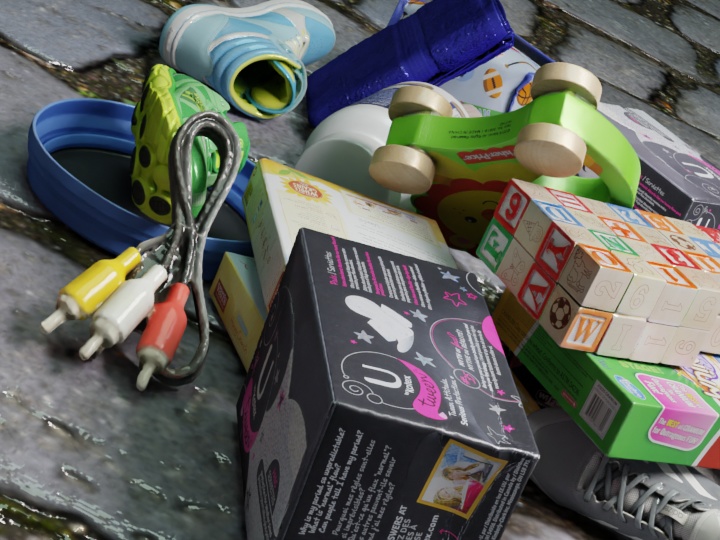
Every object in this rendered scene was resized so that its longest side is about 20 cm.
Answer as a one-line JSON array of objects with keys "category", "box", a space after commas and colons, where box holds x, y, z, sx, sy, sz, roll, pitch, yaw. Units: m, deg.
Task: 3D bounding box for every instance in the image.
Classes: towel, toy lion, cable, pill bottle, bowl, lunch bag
[{"category": "towel", "box": [0.044, -0.187, 1.532, 0.050, 0.199, 0.148, 57, 11, -22]}, {"category": "toy lion", "box": [0.114, -0.060, 1.206, 0.198, 0.069, 0.191, -5, -32, 40]}, {"category": "cable", "box": [-0.109, -0.012, 1.029, 0.097, 0.050, 0.201, 32, 62, -6]}, {"category": "pill bottle", "box": [0.017, -0.082, 1.346, 0.110, 0.112, 0.200, 30, 22, 10]}, {"category": "bowl", "box": [-0.146, -0.058, 1.213, 0.199, 0.040, 0.201, 22, 22, -9]}, {"category": "lunch bag", "box": [0.121, -0.181, 1.674, 0.169, 0.125, 0.200, 36, 12, 24]}]

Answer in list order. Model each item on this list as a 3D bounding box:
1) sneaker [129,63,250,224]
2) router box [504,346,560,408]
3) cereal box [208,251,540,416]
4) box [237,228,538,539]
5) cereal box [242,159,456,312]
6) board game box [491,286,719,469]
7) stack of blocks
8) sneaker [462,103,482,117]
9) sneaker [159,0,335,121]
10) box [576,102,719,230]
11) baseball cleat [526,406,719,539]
[{"category": "sneaker", "box": [-0.115, -0.091, 1.168, 0.083, 0.075, 0.200, 15, 24, -14]}, {"category": "router box", "box": [0.187, 0.067, 1.263, 0.149, 0.063, 0.200, 27, 22, 0]}, {"category": "cereal box", "box": [0.008, 0.055, 1.128, 0.198, 0.040, 0.144, 13, 25, -28]}, {"category": "box", "box": [0.004, 0.086, 0.913, 0.114, 0.133, 0.200, 16, 24, -13]}, {"category": "cereal box", "box": [0.000, 0.000, 1.114, 0.143, 0.040, 0.200, 20, 21, -17]}, {"category": "board game box", "box": [0.204, 0.073, 1.125, 0.198, 0.041, 0.153, 10, 25, -35]}, {"category": "stack of blocks", "box": [0.190, 0.008, 1.120, 0.198, 0.059, 0.115, 10, 25, -34]}, {"category": "sneaker", "box": [0.091, -0.076, 1.486, 0.079, 0.072, 0.201, -6, 39, -21]}, {"category": "sneaker", "box": [-0.072, -0.185, 1.528, 0.199, 0.080, 0.130, -13, 41, -43]}, {"category": "box", "box": [0.261, -0.065, 1.565, 0.131, 0.116, 0.200, 5, 30, -40]}, {"category": "baseball cleat", "box": [0.192, 0.145, 1.065, 0.198, 0.070, 0.106, 24, 2, -3]}]
